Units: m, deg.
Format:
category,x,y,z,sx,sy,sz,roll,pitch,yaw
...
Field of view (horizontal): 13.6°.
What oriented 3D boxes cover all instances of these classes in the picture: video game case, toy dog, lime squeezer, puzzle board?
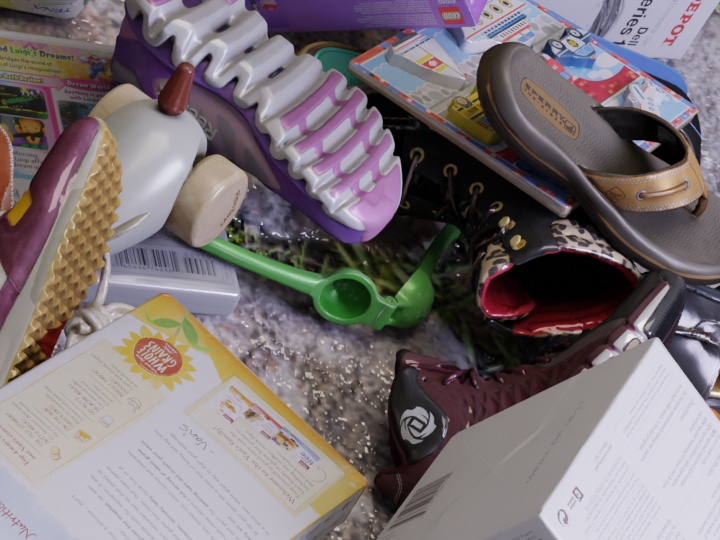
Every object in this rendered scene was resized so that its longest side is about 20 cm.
category,x,y,z,sx,sy,sz,roll,pitch,yaw
video game case,-0.174,-0.059,1.655,0.199,0.024,0.183,6,48,-25
toy dog,-0.135,-0.043,1.565,0.131,0.097,0.200,20,42,4
lime squeezer,0.000,0.000,1.681,0.199,0.038,0.071,-4,67,-42
puzzle board,0.098,-0.106,1.731,0.150,0.017,0.200,35,31,13

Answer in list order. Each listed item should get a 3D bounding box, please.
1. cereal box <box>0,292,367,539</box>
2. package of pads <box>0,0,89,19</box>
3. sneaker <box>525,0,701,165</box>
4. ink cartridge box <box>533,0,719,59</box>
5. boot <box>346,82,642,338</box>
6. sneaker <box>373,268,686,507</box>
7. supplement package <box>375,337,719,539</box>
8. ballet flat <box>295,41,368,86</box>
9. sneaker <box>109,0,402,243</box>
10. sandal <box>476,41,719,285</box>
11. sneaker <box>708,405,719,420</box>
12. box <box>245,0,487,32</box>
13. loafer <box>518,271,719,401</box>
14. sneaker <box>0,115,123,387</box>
category,x,y,z,sx,sy,sz,roll,pitch,yaw
cereal box,-0.108,0.102,1.403,0.144,0.040,0.200,43,41,14
package of pads,-0.247,-0.230,1.738,0.199,0.068,0.155,9,46,-23
sneaker,0.123,-0.107,1.842,0.199,0.070,0.078,14,38,-21
ink cartridge box,0.143,-0.213,1.897,0.199,0.146,0.085,1,51,-29
boot,0.059,-0.033,1.684,0.199,0.074,0.151,8,33,-19
sneaker,0.080,0.056,1.616,0.115,0.076,0.200,34,73,17
supplement package,0.123,0.174,1.469,0.200,0.150,0.152,52,42,-11
ballet flat,0.039,-0.091,1.782,0.199,0.063,0.069,16,67,-24
sneaker,-0.063,-0.083,1.660,0.200,0.089,0.080,44,40,10
sandal,0.147,-0.063,1.643,0.200,0.054,0.082,41,38,-21
sneaker,0.179,0.136,1.654,0.199,0.078,0.112,2,45,-43
box,-0.002,-0.199,1.770,0.199,0.039,0.137,1,47,29
loafer,0.184,0.046,1.735,0.199,0.073,0.073,-5,60,-28
sneaker,-0.186,0.009,1.467,0.090,0.075,0.201,19,76,13
